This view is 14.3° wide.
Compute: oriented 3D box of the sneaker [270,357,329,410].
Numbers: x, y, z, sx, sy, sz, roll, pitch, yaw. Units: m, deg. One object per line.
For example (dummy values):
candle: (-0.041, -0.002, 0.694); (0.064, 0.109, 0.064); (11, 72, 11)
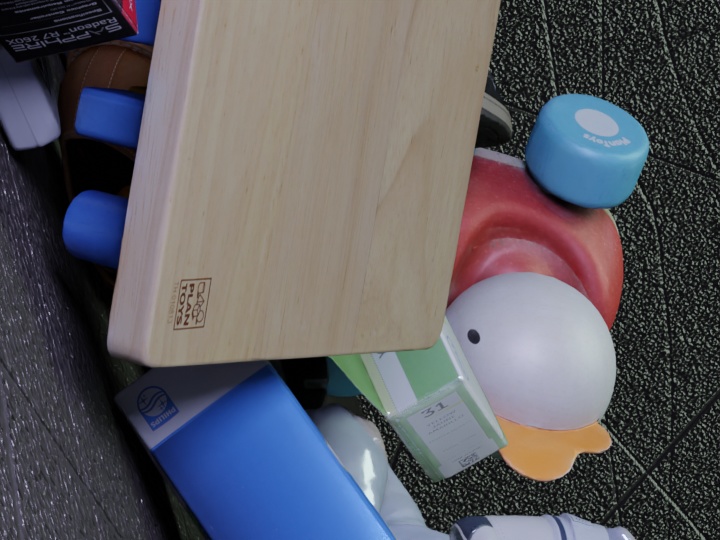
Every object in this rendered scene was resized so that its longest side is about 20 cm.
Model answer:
sneaker: (-0.065, 0.006, 1.425); (0.090, 0.078, 0.201); (88, -9, -65)

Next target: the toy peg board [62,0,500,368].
toy peg board: (-0.043, -0.076, 1.051); (0.199, 0.097, 0.201); (-2, 103, -58)

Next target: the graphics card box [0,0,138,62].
graphics card box: (-0.123, -0.160, 0.893); (0.200, 0.051, 0.126); (53, 29, -67)

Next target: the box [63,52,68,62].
box: (-0.100, -0.184, 1.374); (0.197, 0.117, 0.201); (-95, 167, -79)

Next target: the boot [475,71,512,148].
boot: (0.021, -0.140, 1.330); (0.200, 0.073, 0.152); (27, 60, -67)

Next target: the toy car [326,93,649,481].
toy car: (0.060, 0.029, 1.454); (0.200, 0.176, 0.185); (-100, -153, -53)

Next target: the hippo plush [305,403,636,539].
hippo plush: (0.045, 0.138, 1.257); (0.200, 0.160, 0.160); (71, 19, -72)

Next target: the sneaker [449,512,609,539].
sneaker: (0.057, 0.195, 1.147); (0.073, 0.070, 0.201); (117, -22, -67)

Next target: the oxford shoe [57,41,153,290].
oxford shoe: (-0.086, -0.011, 1.169); (0.200, 0.071, 0.072); (69, 29, -47)

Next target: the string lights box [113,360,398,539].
string lights box: (-0.008, 0.122, 1.088); (0.200, 0.059, 0.103); (53, -4, 17)

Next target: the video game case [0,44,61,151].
video game case: (-0.156, -0.171, 1.033); (0.201, 0.022, 0.183); (-106, 177, -48)

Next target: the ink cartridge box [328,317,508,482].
ink cartridge box: (0.000, 0.000, 1.307); (0.146, 0.048, 0.200); (65, 3, 25)
